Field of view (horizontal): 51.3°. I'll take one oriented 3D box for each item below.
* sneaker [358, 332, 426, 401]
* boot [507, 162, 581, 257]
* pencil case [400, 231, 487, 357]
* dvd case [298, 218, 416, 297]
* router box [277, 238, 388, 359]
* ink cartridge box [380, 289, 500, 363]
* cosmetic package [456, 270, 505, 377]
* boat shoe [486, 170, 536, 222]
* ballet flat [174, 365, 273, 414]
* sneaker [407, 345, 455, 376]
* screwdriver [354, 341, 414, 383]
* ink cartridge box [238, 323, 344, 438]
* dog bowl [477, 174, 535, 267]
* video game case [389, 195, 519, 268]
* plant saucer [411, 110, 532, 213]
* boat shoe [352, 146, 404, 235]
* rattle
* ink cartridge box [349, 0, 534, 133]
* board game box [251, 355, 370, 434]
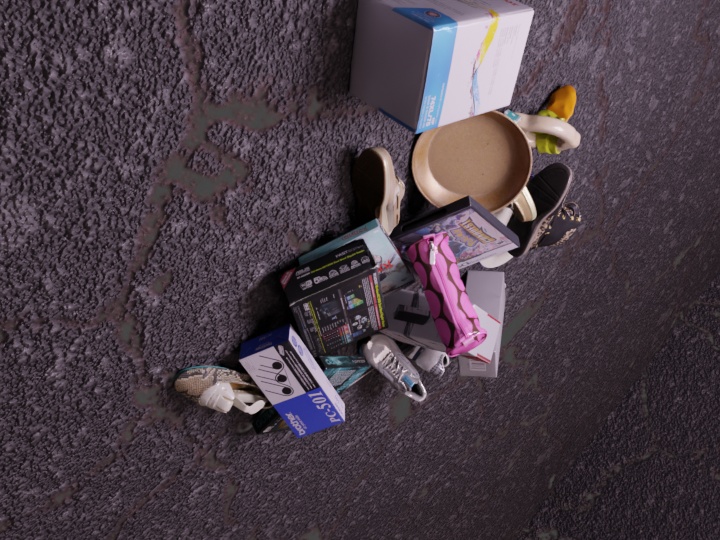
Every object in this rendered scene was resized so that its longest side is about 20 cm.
[{"bbox_3d":[0.074,0.193,1.484,0.075,0.087,0.200,-47,127,-4],"label":"sneaker"},{"bbox_3d":[0.370,-0.117,1.438,0.149,0.073,0.202,-8,131,-44],"label":"boot"},{"bbox_3d":[0.142,0.038,1.242,0.090,0.202,0.094,-20,168,-12],"label":"pencil case"},{"bbox_3d":[0.000,0.000,1.257,0.145,0.022,0.200,-26,147,8],"label":"dvd case"},{"bbox_3d":[-0.039,0.052,1.222,0.148,0.063,0.201,-22,147,-7],"label":"router box"},{"bbox_3d":[0.136,0.099,1.384,0.144,0.198,0.085,30,75,-56],"label":"ink cartridge box"},{"bbox_3d":[0.253,0.108,1.558,0.107,0.089,0.202,75,21,-49],"label":"cosmetic package"},{"bbox_3d":[0.236,-0.160,1.321,0.063,0.073,0.201,-38,107,-3],"label":"boat shoe"},{"bbox_3d":[-0.205,0.196,1.202,0.068,0.075,0.199,-50,147,15],"label":"ballet flat"},{"bbox_3d":[0.168,0.154,1.553,0.200,0.080,0.077,-37,160,-54],"label":"sneaker"},{"bbox_3d":[0.040,0.186,1.531,0.199,0.029,0.028,-28,140,-20],"label":"screwdriver"},{"bbox_3d":[-0.109,0.186,1.238,0.093,0.044,0.201,-22,123,14],"label":"ink cartridge box"},{"bbox_3d":[0.269,-0.109,1.466,0.199,0.079,0.202,-30,140,-28],"label":"dog bowl"},{"bbox_3d":[0.161,-0.054,1.331,0.179,0.026,0.199,-22,151,29],"label":"video game case"},{"bbox_3d":[0.185,-0.184,1.252,0.036,0.197,0.202,-79,179,-54],"label":"plant saucer"},{"bbox_3d":[0.034,-0.126,1.190,0.065,0.072,0.201,-40,150,-25],"label":"boat shoe"},{"bbox_3d":[0.312,-0.298,1.352,0.198,0.130,0.144,18,98,-26],"label":"rattle"},{"bbox_3d":[0.110,-0.304,1.041,0.199,0.146,0.147,-22,136,-34],"label":"ink cartridge box"},{"bbox_3d":[-0.088,0.224,1.352,0.200,0.028,0.135,-45,153,23],"label":"board game box"}]
